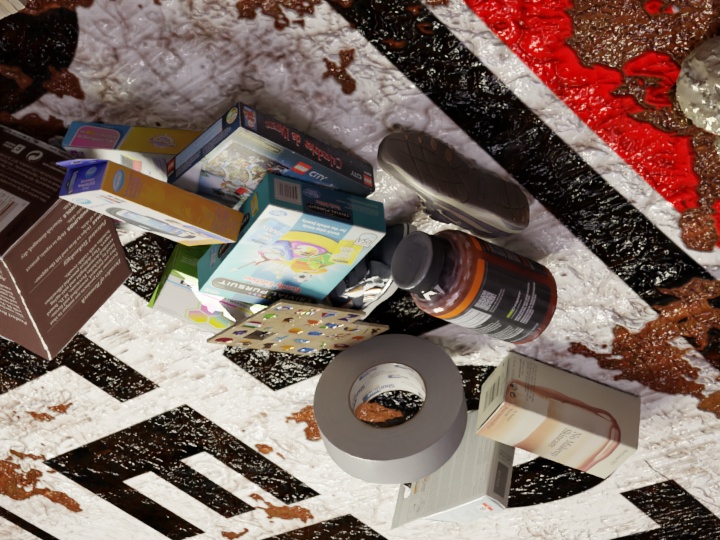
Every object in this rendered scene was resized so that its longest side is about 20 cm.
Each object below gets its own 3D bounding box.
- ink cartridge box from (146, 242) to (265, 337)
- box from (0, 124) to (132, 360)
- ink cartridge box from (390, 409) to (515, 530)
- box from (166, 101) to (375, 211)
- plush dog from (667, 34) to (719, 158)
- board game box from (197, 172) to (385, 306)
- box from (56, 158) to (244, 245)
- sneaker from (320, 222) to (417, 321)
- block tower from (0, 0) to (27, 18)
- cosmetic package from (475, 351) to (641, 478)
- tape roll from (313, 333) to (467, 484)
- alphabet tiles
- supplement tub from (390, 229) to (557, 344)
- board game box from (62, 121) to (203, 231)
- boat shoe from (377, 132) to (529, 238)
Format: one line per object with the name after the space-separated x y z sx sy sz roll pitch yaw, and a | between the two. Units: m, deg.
-0.200 0.049 1.798 0.148 0.076 0.200 22 141 -12 | ink cartridge box
-0.408 -0.035 1.638 0.166 0.164 0.200 23 147 25 | box
0.137 0.291 1.942 0.050 0.162 0.200 34 138 -23 | ink cartridge box
-0.101 -0.107 1.553 0.200 0.038 0.137 23 137 -37 | box
0.386 -0.156 1.332 0.172 0.160 0.200 42 139 0 | plush dog
-0.084 -0.026 1.601 0.151 0.047 0.200 13 143 -26 | board game box
-0.247 -0.077 1.533 0.200 0.042 0.119 19 168 -32 | box
0.000 0.000 1.677 0.079 0.079 0.200 18 144 -16 | sneaker
-0.432 -0.287 1.450 0.200 0.058 0.054 -16 135 31 | block tower
0.270 0.199 1.849 0.200 0.087 0.103 19 141 -9 | cosmetic package
0.041 0.183 1.800 0.200 0.201 0.066 1 142 14 | tape roll
-0.069 0.076 1.738 0.200 0.008 0.167 9 155 -38 | alphabet tiles
0.132 0.014 1.600 0.200 0.107 0.107 21 145 -36 | supplement tub
-0.244 -0.107 1.640 0.200 0.040 0.153 6 142 9 | board game box
0.098 -0.086 1.544 0.200 0.075 0.073 28 140 -18 | boat shoe
